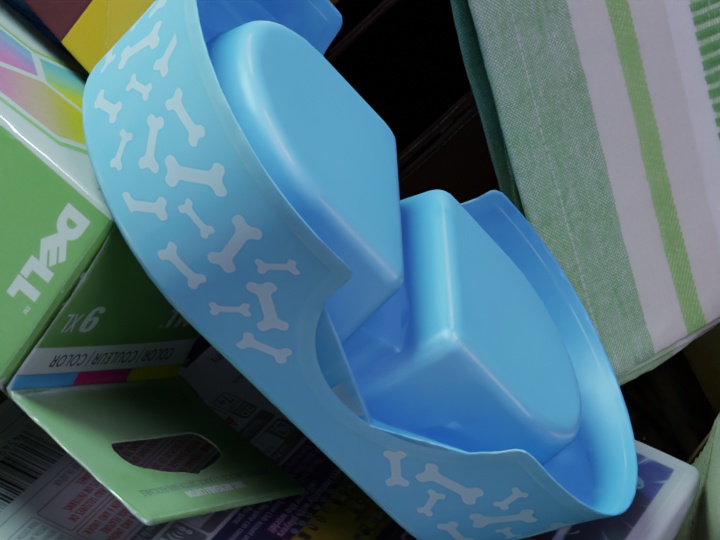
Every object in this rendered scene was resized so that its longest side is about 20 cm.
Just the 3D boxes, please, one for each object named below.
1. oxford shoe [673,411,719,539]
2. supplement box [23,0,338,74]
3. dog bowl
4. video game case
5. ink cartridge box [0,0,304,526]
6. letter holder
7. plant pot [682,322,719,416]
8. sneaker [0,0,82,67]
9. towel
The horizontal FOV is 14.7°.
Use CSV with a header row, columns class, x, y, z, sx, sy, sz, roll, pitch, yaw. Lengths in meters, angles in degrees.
class,x,y,z,sx,sy,sz,roll,pitch,yaw
oxford shoe,0.123,0.086,0.863,0.070,0.201,0.074,17,34,11
supplement box,-0.050,-0.199,0.806,0.200,0.197,0.133,47,30,8
dog bowl,0.000,0.000,0.753,0.200,0.049,0.112,46,25,-32
video game case,-0.019,0.074,0.797,0.182,0.023,0.200,24,33,16
ink cartridge box,-0.092,-0.019,0.768,0.200,0.059,0.104,40,13,17
letter holder,0.084,-0.091,0.946,0.199,0.142,0.101,-8,73,-34
plant pot,0.217,0.046,0.952,0.200,0.200,0.143,-25,103,-37
sneaker,-0.107,-0.093,0.863,0.200,0.078,0.066,45,54,6
towel,0.121,-0.065,0.862,0.199,0.023,0.153,-29,120,-24
